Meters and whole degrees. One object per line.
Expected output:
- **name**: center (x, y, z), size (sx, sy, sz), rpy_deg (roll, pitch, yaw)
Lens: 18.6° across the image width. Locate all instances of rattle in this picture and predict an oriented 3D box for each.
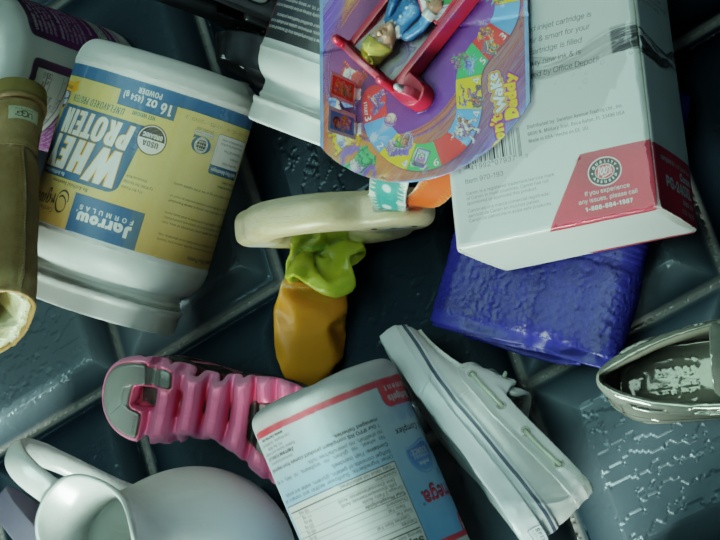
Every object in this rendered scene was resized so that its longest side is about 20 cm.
- **rattle**: center (0.000, 0.000, 1.546), size (0.200, 0.130, 0.143), rpy_deg (-6, 68, 45)

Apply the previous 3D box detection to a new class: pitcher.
- **pitcher**: center (-0.152, 0.183, 1.585), size (0.172, 0.200, 0.121), rpy_deg (45, 107, 33)

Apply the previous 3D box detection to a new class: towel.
- **towel**: center (0.140, -0.038, 1.517), size (0.147, 0.050, 0.201), rpy_deg (15, 89, 29)

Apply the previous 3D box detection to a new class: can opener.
- **can opener**: center (-0.112, -0.206, 1.644), size (0.063, 0.200, 0.079), rpy_deg (-34, 39, 42)

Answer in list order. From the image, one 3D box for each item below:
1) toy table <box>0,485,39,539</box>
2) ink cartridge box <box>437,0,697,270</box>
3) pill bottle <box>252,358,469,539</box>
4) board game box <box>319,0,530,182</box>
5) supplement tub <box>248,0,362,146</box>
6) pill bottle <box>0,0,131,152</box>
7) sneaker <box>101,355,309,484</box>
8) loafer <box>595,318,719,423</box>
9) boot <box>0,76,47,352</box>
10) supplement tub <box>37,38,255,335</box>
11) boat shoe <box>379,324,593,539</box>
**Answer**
- **toy table**: center (-0.236, 0.269, 1.660), size (0.117, 0.184, 0.200), rpy_deg (-50, 47, -3)
- **ink cartridge box**: center (0.133, -0.115, 1.457), size (0.145, 0.083, 0.201), rpy_deg (-12, 75, 27)
- **pill bottle**: center (0.011, 0.170, 1.512), size (0.109, 0.109, 0.200), rpy_deg (-27, 83, 29)
- **board game box**: center (0.032, -0.160, 1.450), size (0.158, 0.039, 0.201), rpy_deg (-7, 76, 29)
- **supplement tub**: center (0.010, -0.182, 1.577), size (0.140, 0.140, 0.201), rpy_deg (23, 94, 36)
- **pill bottle**: center (-0.276, -0.159, 1.739), size (0.112, 0.200, 0.113), rpy_deg (-8, 76, 34)
- **sneaker**: center (-0.087, 0.102, 1.632), size (0.199, 0.095, 0.079), rpy_deg (17, 99, 12)
- **loafer**: center (0.246, 0.063, 1.404), size (0.200, 0.070, 0.070), rpy_deg (-15, 72, 33)
- **boot**: center (-0.284, -0.022, 1.645), size (0.175, 0.066, 0.200), rpy_deg (125, 149, -50)
- **supplement tub**: center (-0.172, -0.063, 1.681), size (0.144, 0.145, 0.201), rpy_deg (17, 91, 36)
- **boat shoe**: center (0.089, 0.104, 1.521), size (0.067, 0.074, 0.200), rpy_deg (-34, 59, -5)
